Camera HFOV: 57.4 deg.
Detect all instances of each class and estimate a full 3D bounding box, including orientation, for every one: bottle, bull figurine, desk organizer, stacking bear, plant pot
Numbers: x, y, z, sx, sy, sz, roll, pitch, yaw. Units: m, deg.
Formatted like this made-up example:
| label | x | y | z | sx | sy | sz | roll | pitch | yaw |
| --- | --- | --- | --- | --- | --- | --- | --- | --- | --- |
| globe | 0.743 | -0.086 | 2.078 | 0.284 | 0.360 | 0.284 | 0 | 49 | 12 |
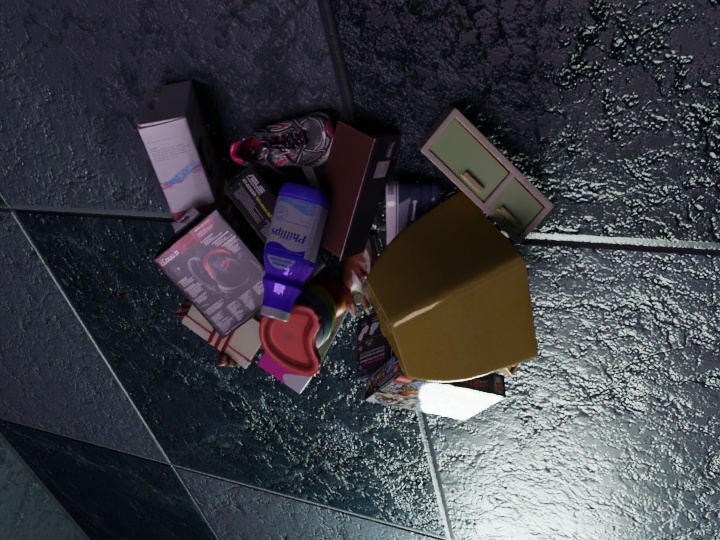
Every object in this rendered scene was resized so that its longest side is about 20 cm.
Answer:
| label | x | y | z | sx | sy | sz | roll | pitch | yaw |
| --- | --- | --- | --- | --- | --- | --- | --- | --- | --- |
| bottle | -0.106 | -0.028 | 1.003 | 0.081 | 0.207 | 0.065 | 13 | 175 | 19 |
| bull figurine | 0.000 | 0.000 | 1.172 | 0.063 | 0.124 | 0.203 | -13 | 147 | -16 |
| desk organizer | -0.014 | -0.129 | 1.037 | 0.076 | 0.071 | 0.205 | 31 | 118 | 26 |
| stacking bear | -0.083 | 0.072 | 1.129 | 0.110 | 0.200 | 0.125 | 9 | 114 | 17 |
| plant pot | 0.121 | 0.045 | 0.967 | 0.195 | 0.197 | 0.198 | -25 | 128 | -6 |

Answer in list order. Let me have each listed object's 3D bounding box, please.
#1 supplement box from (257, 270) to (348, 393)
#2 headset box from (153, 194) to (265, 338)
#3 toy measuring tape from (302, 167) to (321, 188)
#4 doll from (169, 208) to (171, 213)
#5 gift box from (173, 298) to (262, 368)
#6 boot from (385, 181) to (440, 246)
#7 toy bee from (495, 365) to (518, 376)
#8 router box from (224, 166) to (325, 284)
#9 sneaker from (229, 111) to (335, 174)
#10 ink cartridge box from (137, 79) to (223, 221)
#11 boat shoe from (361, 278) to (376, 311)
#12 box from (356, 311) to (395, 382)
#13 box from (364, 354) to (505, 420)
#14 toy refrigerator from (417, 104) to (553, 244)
| label | x | y | z | sx | sy | sz | roll | pitch | yaw |
| --- | --- | --- | --- | --- | --- | --- | --- | --- | --- |
| supplement box | -0.099 | 0.110 | 1.247 | 0.100 | 0.202 | 0.104 | 32 | 138 | -4 |
| headset box | -0.233 | -0.013 | 1.096 | 0.147 | 0.076 | 0.201 | -34 | 110 | 16 |
| toy measuring tape | -0.084 | -0.118 | 1.127 | 0.072 | 0.074 | 0.203 | -5 | 127 | 32 |
| doll | -0.266 | -0.073 | 1.233 | 0.199 | 0.135 | 0.049 | 40 | 119 | 23 |
| gift box | -0.246 | 0.067 | 1.300 | 0.183 | 0.201 | 0.187 | 38 | 139 | -2 |
| boot | 0.087 | -0.063 | 1.085 | 0.087 | 0.075 | 0.203 | 0 | 143 | 4 |
| toy bee | 0.233 | 0.146 | 1.124 | 0.107 | 0.197 | 0.135 | 24 | 100 | 43 |
| router box | -0.139 | -0.072 | 1.116 | 0.202 | 0.062 | 0.150 | 53 | 179 | -3 |
| sneaker | -0.122 | -0.198 | 1.052 | 0.195 | 0.074 | 0.084 | -11 | 90 | 35 |
| ink cartridge box | -0.296 | -0.192 | 1.114 | 0.083 | 0.150 | 0.204 | -11 | 129 | -2 |
| boat shoe | 0.095 | -0.004 | 1.083 | 0.197 | 0.063 | 0.074 | -32 | 128 | -3 |
| box | 0.102 | 0.150 | 1.175 | 0.197 | 0.118 | 0.130 | 24 | 146 | -37 |
| box | 0.121 | 0.194 | 1.083 | 0.194 | 0.039 | 0.137 | 15 | 148 | -18 |
| toy refrigerator | 0.178 | -0.136 | 0.940 | 0.199 | 0.070 | 0.076 | 42 | 103 | -11 |
